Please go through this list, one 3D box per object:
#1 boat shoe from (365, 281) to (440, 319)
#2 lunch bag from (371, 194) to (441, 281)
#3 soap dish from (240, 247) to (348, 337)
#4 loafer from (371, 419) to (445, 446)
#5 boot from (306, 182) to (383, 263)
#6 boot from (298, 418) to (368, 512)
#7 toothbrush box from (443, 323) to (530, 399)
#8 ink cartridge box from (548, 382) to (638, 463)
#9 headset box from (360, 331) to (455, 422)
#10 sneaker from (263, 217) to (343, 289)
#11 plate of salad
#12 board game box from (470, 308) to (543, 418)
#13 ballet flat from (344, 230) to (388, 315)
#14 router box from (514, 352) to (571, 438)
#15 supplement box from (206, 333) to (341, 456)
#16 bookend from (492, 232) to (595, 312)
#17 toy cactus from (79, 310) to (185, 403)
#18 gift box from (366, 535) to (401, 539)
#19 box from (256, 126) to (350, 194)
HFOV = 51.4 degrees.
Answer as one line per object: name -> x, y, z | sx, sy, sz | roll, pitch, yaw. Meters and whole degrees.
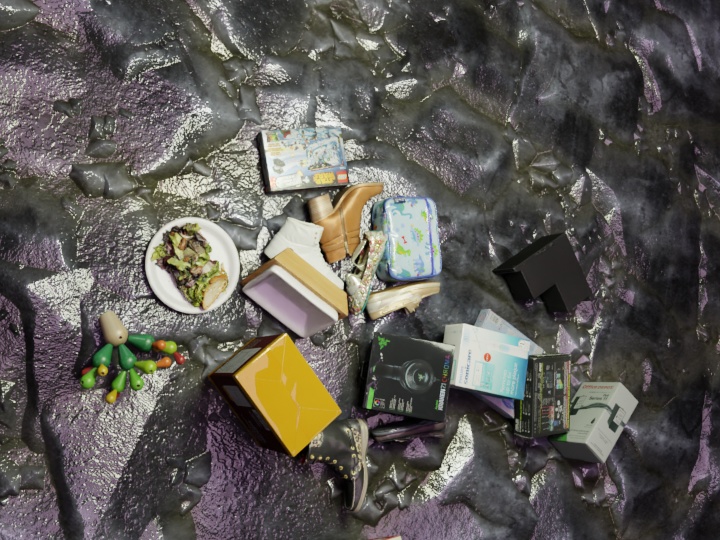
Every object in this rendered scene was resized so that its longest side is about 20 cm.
boat shoe -> 0.100, 0.070, 1.760 | 0.198, 0.074, 0.070 | -12, 94, -21
lunch bag -> 0.113, -0.076, 1.776 | 0.160, 0.082, 0.202 | -1, 85, -30
soap dish -> -0.138, 0.047, 1.594 | 0.200, 0.157, 0.082 | 39, 52, -18
loafer -> 0.118, 0.379, 1.730 | 0.199, 0.072, 0.064 | -8, 92, -31
boot -> -0.019, -0.113, 1.718 | 0.199, 0.074, 0.156 | -20, 98, -17
boot -> -0.059, 0.418, 1.628 | 0.149, 0.073, 0.202 | 12, 75, -27
toothbrush box -> 0.294, 0.218, 1.784 | 0.199, 0.085, 0.148 | 16, 77, -23
ink cartridge box -> 0.601, 0.388, 1.934 | 0.083, 0.146, 0.200 | 46, 65, -14
headset box -> 0.101, 0.239, 1.687 | 0.198, 0.093, 0.176 | 10, 78, 3
sneaker -> -0.098, -0.036, 1.644 | 0.199, 0.074, 0.116 | 32, 98, -20
plate of salad -> -0.343, -0.012, 1.549 | 0.198, 0.048, 0.202 | 3, 83, -26
board game box -> 0.345, 0.234, 1.878 | 0.199, 0.041, 0.200 | 36, 69, -19
ballet flat -> 0.000, 0.000, 1.700 | 0.064, 0.076, 0.202 | 20, 89, -26
router box -> 0.458, 0.310, 1.877 | 0.149, 0.062, 0.202 | 2, 90, -37
supplement box -> -0.178, 0.249, 1.515 | 0.133, 0.200, 0.198 | -39, 102, -26
bookend -> 0.478, 0.037, 1.944 | 0.198, 0.092, 0.201 | -32, 100, -25
toy cactus -> -0.458, 0.159, 1.458 | 0.199, 0.102, 0.166 | -24, 76, -25
gift box -> 0.007, 0.674, 1.575 | 0.183, 0.200, 0.188 | -7, 71, -24
box -> -0.128, -0.250, 1.694 | 0.198, 0.040, 0.138 | -8, 86, -28
